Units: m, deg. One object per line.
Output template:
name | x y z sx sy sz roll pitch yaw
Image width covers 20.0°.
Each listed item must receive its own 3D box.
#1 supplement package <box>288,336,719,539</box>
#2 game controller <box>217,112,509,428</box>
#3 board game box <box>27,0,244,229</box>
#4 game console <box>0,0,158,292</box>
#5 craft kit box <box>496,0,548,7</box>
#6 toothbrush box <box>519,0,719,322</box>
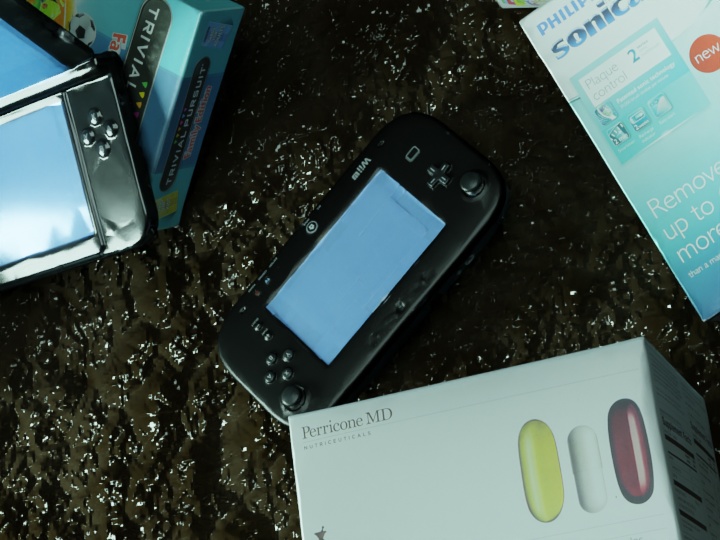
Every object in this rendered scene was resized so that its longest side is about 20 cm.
supplement package | 0.084 0.124 1.101 0.199 0.156 0.112 -14 70 17
game controller | 0.000 0.000 1.230 0.104 0.042 0.200 41 91 25
board game box | -0.182 -0.137 1.301 0.199 0.047 0.152 30 114 26
game console | -0.246 -0.075 1.255 0.199 0.116 0.177 -16 88 35
craft kit box | 0.182 -0.258 1.233 0.198 0.048 0.199 1 79 21
toothbrush box | 0.205 -0.093 1.130 0.146 0.085 0.201 -33 76 16
